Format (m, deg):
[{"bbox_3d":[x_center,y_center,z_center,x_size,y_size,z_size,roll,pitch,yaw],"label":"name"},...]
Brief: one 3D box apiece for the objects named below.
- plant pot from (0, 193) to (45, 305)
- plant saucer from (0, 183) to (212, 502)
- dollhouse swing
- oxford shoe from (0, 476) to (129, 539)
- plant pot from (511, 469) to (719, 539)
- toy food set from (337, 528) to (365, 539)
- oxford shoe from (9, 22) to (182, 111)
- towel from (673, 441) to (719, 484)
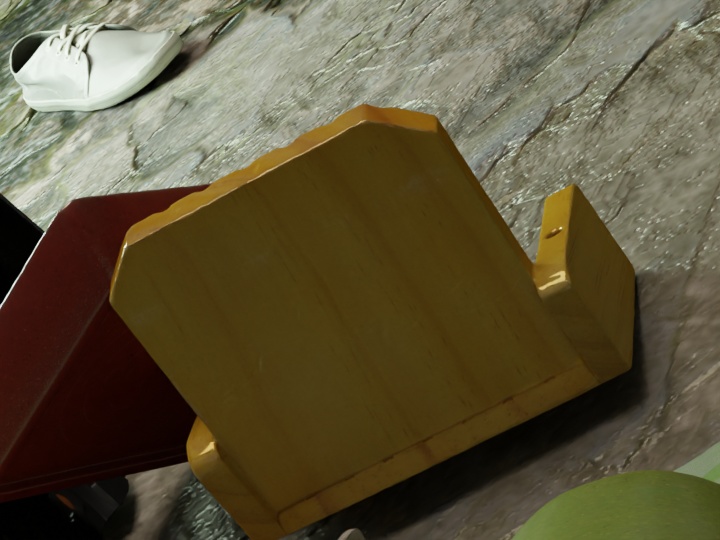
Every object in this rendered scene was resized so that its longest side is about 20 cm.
[{"bbox_3d":[-0.296,0.035,1.669,0.177,0.199,0.200,-45,21,10],"label":"plant pot"},{"bbox_3d":[-0.108,0.041,1.326,0.199,0.037,0.200,-9,-40,-50],"label":"plant saucer"},{"bbox_3d":[0.000,0.000,1.266,0.199,0.176,0.182,-27,16,16],"label":"dollhouse swing"},{"bbox_3d":[-0.179,0.148,1.399,0.084,0.073,0.200,-48,-3,13],"label":"oxford shoe"},{"bbox_3d":[0.096,0.153,0.886,0.200,0.200,0.190,-31,12,13],"label":"plant pot"},{"bbox_3d":[-0.098,0.181,1.244,0.200,0.060,0.144,-11,34,46],"label":"toy food set"},{"bbox_3d":[-0.211,-0.164,2.088,0.200,0.058,0.075,-2,38,52],"label":"oxford shoe"},{"bbox_3d":[0.078,0.150,1.089,0.200,0.031,0.149,-33,23,8],"label":"towel"}]
